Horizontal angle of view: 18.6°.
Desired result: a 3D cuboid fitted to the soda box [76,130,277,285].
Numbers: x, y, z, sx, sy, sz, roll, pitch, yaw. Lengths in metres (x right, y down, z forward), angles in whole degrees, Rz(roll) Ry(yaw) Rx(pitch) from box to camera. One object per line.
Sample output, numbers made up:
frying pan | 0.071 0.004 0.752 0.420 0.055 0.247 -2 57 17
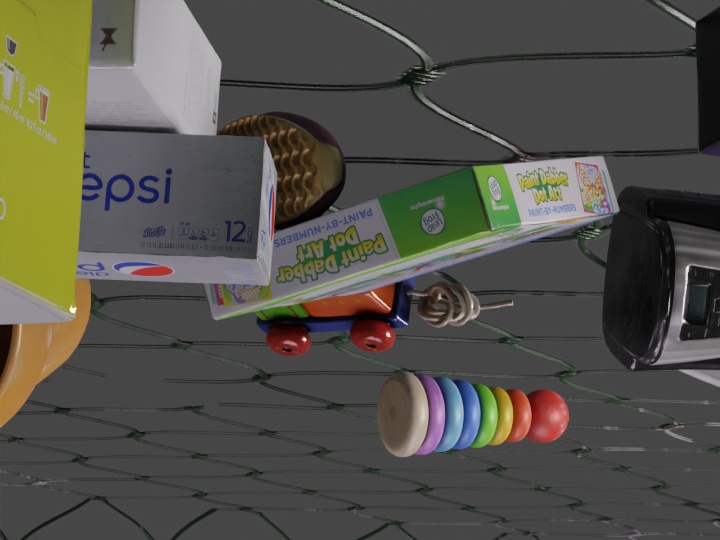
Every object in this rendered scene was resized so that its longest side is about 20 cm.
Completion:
soda box | -0.145 -0.034 1.156 0.199 0.069 0.063 2 166 4

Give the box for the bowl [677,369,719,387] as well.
bowl | 0.326 0.047 1.748 0.199 0.075 0.199 -4 165 33

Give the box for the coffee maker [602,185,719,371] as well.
coffee maker | 0.266 0.016 1.479 0.199 0.136 0.192 5 168 -8

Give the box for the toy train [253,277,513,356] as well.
toy train | 0.000 0.000 1.605 0.199 0.085 0.116 -4 153 25

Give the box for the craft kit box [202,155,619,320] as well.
craft kit box | 0.033 -0.022 1.369 0.199 0.049 0.197 -18 179 28

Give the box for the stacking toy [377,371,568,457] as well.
stacking toy | 0.120 0.144 2.228 0.199 0.086 0.085 1 169 -27

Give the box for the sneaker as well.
sneaker | -0.051 -0.056 1.387 0.090 0.075 0.200 -2 176 -34

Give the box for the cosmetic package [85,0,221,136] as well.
cosmetic package | -0.141 -0.108 1.146 0.101 0.072 0.200 2 168 7

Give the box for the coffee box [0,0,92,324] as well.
coffee box | -0.241 -0.090 0.953 0.197 0.201 0.200 -1 167 15

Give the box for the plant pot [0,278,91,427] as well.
plant pot | -0.282 0.023 1.529 0.199 0.202 0.183 -2 -179 19

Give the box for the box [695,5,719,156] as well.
box | 0.270 -0.108 1.071 0.140 0.079 0.200 4 167 -18
